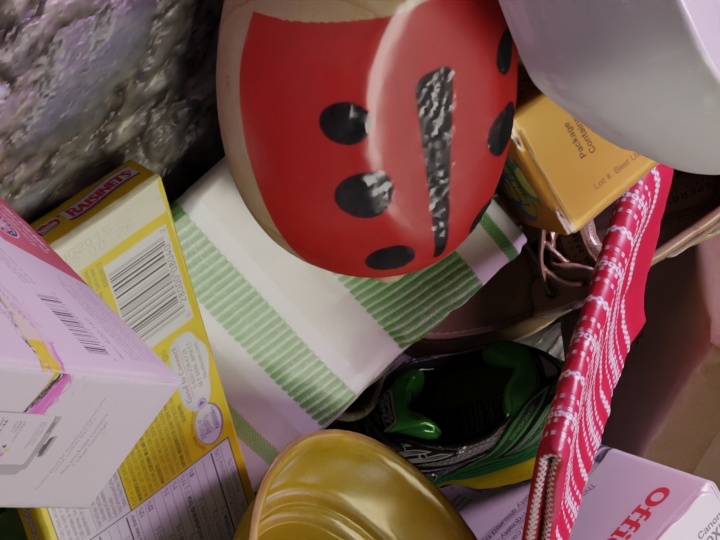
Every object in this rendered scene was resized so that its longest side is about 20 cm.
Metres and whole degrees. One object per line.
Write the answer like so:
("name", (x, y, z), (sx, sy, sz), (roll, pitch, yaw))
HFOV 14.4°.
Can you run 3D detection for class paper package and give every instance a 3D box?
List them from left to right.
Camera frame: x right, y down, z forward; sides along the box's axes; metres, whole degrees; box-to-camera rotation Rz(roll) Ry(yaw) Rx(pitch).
("paper package", (0.190, 0.045, 1.546), (0.103, 0.201, 0.191), (14, 131, -13))

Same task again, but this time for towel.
("towel", (-0.037, 0.009, 1.238), (0.200, 0.023, 0.153), (-42, 130, 0))
("towel", (0.106, 0.049, 1.296), (0.145, 0.022, 0.201), (94, 14, -49))

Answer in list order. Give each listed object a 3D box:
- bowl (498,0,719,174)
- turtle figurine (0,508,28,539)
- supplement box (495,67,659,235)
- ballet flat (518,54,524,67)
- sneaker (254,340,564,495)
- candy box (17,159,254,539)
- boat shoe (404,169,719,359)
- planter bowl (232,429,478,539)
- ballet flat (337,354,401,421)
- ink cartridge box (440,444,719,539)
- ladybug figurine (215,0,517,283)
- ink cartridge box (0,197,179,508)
("bowl", (0.099, -0.132, 1.143), (0.074, 0.201, 0.200), (-24, 163, 17))
("turtle figurine", (-0.105, 0.187, 1.298), (0.143, 0.201, 0.194), (-25, 143, 26))
("supplement box", (0.138, -0.102, 1.284), (0.200, 0.069, 0.067), (-39, 112, -17))
("ballet flat", (0.121, -0.159, 1.273), (0.200, 0.063, 0.069), (-41, 152, -15))
("sneaker", (0.012, 0.081, 1.418), (0.199, 0.078, 0.085), (-26, 148, 15))
("candy box", (-0.104, 0.062, 1.187), (0.102, 0.026, 0.201), (-33, 130, -25))
("boat shoe", (0.102, -0.017, 1.410), (0.199, 0.072, 0.065), (-27, 177, -3))
("planter bowl", (-0.012, 0.177, 1.237), (0.083, 0.202, 0.200), (-27, 169, 30))
("ballet flat", (0.000, 0.000, 1.318), (0.071, 0.071, 0.201), (-33, 153, -31))
("ink cartridge box", (0.084, 0.159, 1.428), (0.145, 0.199, 0.085), (-44, 121, -20))
("ladybug figurine", (0.011, -0.073, 1.144), (0.135, 0.072, 0.201), (-28, 133, -22))
("ink cartridge box", (-0.164, 0.021, 0.992), (0.068, 0.116, 0.200), (-51, 156, 12))
